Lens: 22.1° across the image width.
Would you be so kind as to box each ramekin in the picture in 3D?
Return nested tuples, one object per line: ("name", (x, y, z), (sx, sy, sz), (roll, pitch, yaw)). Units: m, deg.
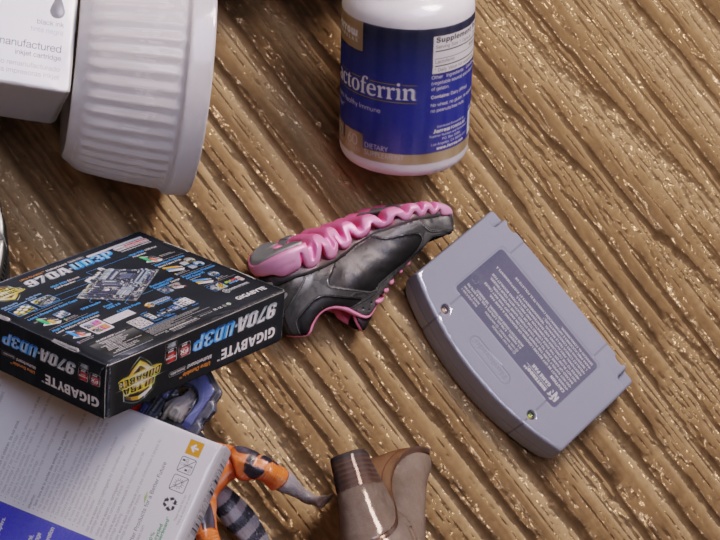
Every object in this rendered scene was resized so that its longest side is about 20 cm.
("ramekin", (-0.181, -0.165, 1.480), (0.104, 0.200, 0.202), (5, 66, -13))

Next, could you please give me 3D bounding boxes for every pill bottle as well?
("pill bottle", (0.040, -0.193, 1.579), (0.115, 0.201, 0.116), (1, 28, 0))

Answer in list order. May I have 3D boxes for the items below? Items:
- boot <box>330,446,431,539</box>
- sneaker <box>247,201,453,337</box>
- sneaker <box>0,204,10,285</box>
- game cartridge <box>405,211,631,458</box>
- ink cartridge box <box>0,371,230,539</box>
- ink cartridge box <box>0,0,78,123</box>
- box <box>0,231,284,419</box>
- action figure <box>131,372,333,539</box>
("boot", (0.029, 0.214, 1.442), (0.200, 0.070, 0.147), (13, 57, -68))
("sneaker", (0.000, 0.000, 1.573), (0.199, 0.079, 0.096), (-20, 97, -28))
("sneaker", (-0.325, -0.047, 1.443), (0.083, 0.081, 0.201), (-16, 66, -15))
("game cartridge", (0.135, 0.060, 1.622), (0.133, 0.041, 0.200), (-37, 87, -36))
("ink cartridge box", (-0.224, 0.186, 1.350), (0.199, 0.047, 0.199), (20, 77, 15))
("ink cartridge box", (-0.292, -0.230, 1.427), (0.143, 0.084, 0.202), (7, 74, -17))
("box", (-0.178, 0.036, 1.393), (0.158, 0.046, 0.200), (20, 27, 32))
("action figure", (-0.150, 0.174, 1.427), (0.193, 0.105, 0.200), (42, 83, 5))
